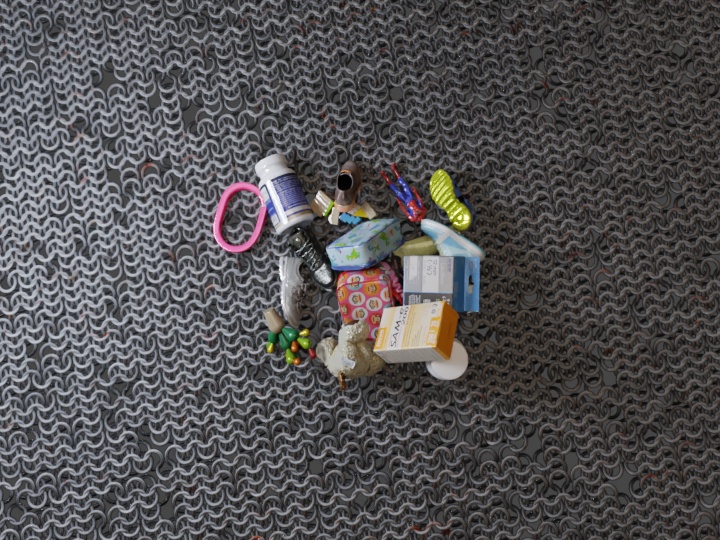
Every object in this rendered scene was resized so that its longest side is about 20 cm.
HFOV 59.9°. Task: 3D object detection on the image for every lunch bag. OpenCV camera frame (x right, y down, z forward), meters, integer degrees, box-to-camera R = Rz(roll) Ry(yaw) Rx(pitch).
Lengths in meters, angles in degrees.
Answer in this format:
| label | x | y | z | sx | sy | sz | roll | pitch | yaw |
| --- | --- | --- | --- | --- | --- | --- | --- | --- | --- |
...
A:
| label | x | y | z | sx | sy | sz | roll | pitch | yaw |
| --- | --- | --- | --- | --- | --- | --- | --- | --- | --- |
| lunch bag | 0.012 | -0.071 | 1.678 | 0.158 | 0.199 | 0.084 | -2 | 114 | 41 |
| lunch bag | 0.029 | 0.093 | 1.685 | 0.171 | 0.083 | 0.204 | -6 | 121 | 4 |

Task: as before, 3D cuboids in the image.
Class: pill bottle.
| label | x | y | z | sx | sy | sz | roll | pitch | yaw |
| --- | --- | --- | --- | --- | --- | --- | --- | --- | --- |
| pill bottle | 0.218 | 0.227 | 1.652 | 0.111 | 0.200 | 0.117 | 0 | 89 | -3 |
| pill bottle | -0.216 | -0.212 | 1.743 | 0.113 | 0.116 | 0.204 | -23 | 85 | -2 |

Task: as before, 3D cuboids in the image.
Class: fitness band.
| label | x | y | z | sx | sy | sz | roll | pitch | yaw |
| --- | --- | --- | --- | --- | --- | --- | --- | --- | --- |
| fitness band | -0.341 | -0.150 | 1.778 | 0.140 | 0.037 | 0.205 | 16 | 84 | 2 |

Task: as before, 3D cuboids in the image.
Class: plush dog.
| label | x | y | z | sx | sy | sz | roll | pitch | yaw |
| --- | --- | --- | --- | --- | --- | --- | --- | --- | --- |
| plush dog | -0.001 | 0.235 | 1.662 | 0.169 | 0.199 | 0.164 | 5 | 59 | -39 |

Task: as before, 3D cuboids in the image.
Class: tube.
| label | x | y | z | sx | sy | sz | roll | pitch | yaw |
| --- | --- | --- | --- | --- | --- | --- | --- | --- | --- |
| tube | 0.188 | -0.071 | 1.762 | 0.196 | 0.052 | 0.059 | -22 | 58 | 2 |

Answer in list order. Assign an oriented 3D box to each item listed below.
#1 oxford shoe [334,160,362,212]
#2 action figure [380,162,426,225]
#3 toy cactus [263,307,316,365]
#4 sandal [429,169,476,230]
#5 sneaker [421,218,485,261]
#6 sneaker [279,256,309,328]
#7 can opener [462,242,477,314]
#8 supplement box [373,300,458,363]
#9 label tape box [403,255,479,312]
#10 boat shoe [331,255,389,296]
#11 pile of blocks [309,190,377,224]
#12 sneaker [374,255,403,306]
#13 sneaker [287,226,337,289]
| label | x | y | z | sx | sy | sz | roll | pitch | yaw |
| --- | --- | --- | --- | --- | --- | --- | --- | --- | --- |
| oxford shoe | -0.032 | -0.251 | 1.723 | 0.069 | 0.074 | 0.203 | 3 | 45 | 3 |
| action figure | 0.132 | -0.207 | 1.775 | 0.065 | 0.052 | 0.202 | -34 | 88 | -6 |
| toy cactus | -0.200 | 0.172 | 1.679 | 0.102 | 0.198 | 0.168 | -36 | 109 | -28 |
| sandal | 0.264 | -0.196 | 1.762 | 0.079 | 0.086 | 0.203 | -38 | 66 | 32 |
| sneaker | 0.228 | -0.043 | 1.695 | 0.197 | 0.080 | 0.132 | 32 | 89 | 7 |
| sneaker | -0.180 | 0.057 | 1.738 | 0.080 | 0.075 | 0.206 | -6 | 84 | 2 |
| can opener | 0.299 | 0.019 | 1.741 | 0.052 | 0.067 | 0.206 | 4 | 85 | 0 |
| supplement box | 0.138 | 0.157 | 1.571 | 0.073 | 0.197 | 0.129 | 39 | 54 | -37 |
| label tape box | 0.211 | 0.035 | 1.634 | 0.195 | 0.066 | 0.148 | 1 | 91 | 16 |
| boat shoe | 0.000 | 0.000 | 1.750 | 0.198 | 0.072 | 0.061 | -30 | 128 | -13 |
| pile of blocks | -0.044 | -0.167 | 1.765 | 0.195 | 0.062 | 0.084 | 15 | 96 | 14 |
| sneaker | 0.120 | 0.049 | 1.738 | 0.095 | 0.078 | 0.203 | -36 | 104 | -38 |
| sneaker | -0.137 | -0.038 | 1.692 | 0.076 | 0.114 | 0.202 | -35 | 66 | 16 |
